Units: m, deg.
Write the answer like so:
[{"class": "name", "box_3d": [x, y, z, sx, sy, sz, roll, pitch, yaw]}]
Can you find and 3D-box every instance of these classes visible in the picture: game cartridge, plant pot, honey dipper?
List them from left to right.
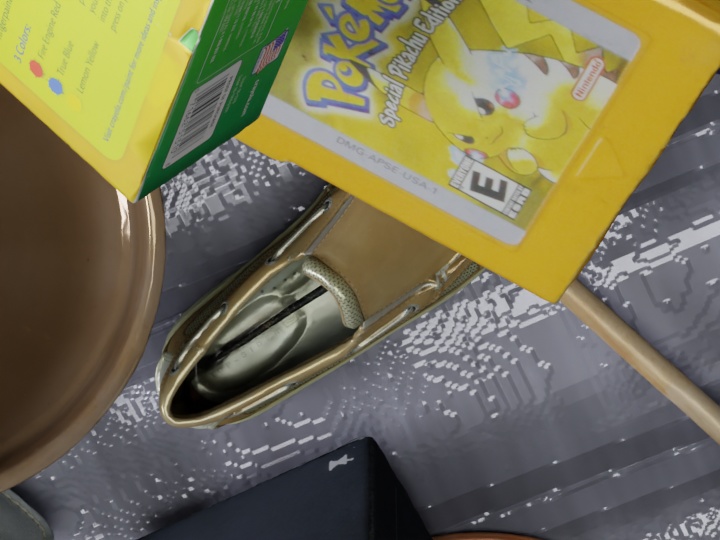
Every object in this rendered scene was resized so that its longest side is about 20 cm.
[{"class": "plant pot", "box_3d": [-0.181, -0.012, 1.090, 0.200, 0.093, 0.201, -1, 94, -17]}, {"class": "game cartridge", "box_3d": [0.017, -0.086, 1.010, 0.200, 0.032, 0.176, 26, 142, -2]}, {"class": "honey dipper", "box_3d": [0.133, 0.048, 1.167, 0.200, 0.038, 0.038, 43, 106, -12]}]

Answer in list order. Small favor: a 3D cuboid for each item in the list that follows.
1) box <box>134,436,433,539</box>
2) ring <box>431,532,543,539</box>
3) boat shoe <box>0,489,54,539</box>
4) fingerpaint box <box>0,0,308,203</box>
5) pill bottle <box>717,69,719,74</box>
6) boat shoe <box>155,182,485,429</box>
[{"class": "box", "box_3d": [-0.003, 0.208, 1.122, 0.124, 0.200, 0.197, -24, 111, 10]}, {"class": "ring", "box_3d": [0.051, 0.207, 1.241, 0.200, 0.019, 0.201, 0, 114, 0]}, {"class": "boat shoe", "box_3d": [-0.205, 0.066, 1.152, 0.202, 0.074, 0.065, 37, 112, -7]}, {"class": "fingerpaint box", "box_3d": [-0.086, -0.151, 0.930, 0.167, 0.073, 0.200, 41, 140, 14]}, {"class": "pill bottle", "box_3d": [0.129, -0.130, 1.049, 0.200, 0.112, 0.112, 9, 112, -4]}, {"class": "boat shoe", "box_3d": [0.000, 0.000, 1.117, 0.200, 0.076, 0.072, -43, 94, 15]}]
